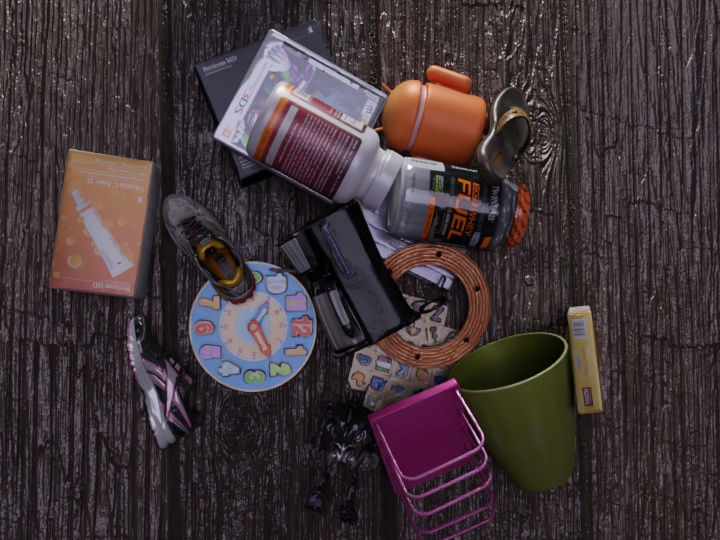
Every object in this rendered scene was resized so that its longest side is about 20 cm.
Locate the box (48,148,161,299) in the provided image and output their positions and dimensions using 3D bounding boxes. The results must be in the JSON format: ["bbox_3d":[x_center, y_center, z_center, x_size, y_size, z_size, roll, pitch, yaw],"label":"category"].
[{"bbox_3d":[-0.375,-0.065,1.145,0.123,0.097,0.202,7,86,-7],"label":"box"}]

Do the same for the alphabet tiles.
[{"bbox_3d":[0.072,0.142,1.237,0.165,0.006,0.202,15,85,-7],"label":"alphabet tiles"}]

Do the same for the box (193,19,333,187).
[{"bbox_3d":[-0.127,-0.252,1.183,0.198,0.104,0.184,-22,92,-8],"label":"box"}]

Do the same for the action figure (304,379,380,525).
[{"bbox_3d":[-0.026,0.274,1.174,0.118,0.102,0.201,14,59,2],"label":"action figure"}]

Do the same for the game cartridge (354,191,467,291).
[{"bbox_3d":[0.078,-0.066,1.236,0.199,0.038,0.131,26,80,-5],"label":"game cartridge"}]

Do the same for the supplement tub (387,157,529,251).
[{"bbox_3d":[0.146,-0.097,1.169,0.198,0.122,0.124,8,86,-7],"label":"supplement tub"}]

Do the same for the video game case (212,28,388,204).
[{"bbox_3d":[-0.086,-0.223,1.123,0.199,0.023,0.183,28,85,-7],"label":"video game case"}]

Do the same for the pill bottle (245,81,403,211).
[{"bbox_3d":[-0.047,-0.164,1.059,0.199,0.113,0.114,28,84,-6],"label":"pill bottle"}]

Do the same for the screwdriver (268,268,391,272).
[{"bbox_3d":[-0.045,0.003,1.214,0.198,0.029,0.028,2,89,-9],"label":"screwdriver"}]

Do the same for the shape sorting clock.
[{"bbox_3d":[-0.166,0.086,1.193,0.198,0.039,0.202,0,87,-7],"label":"shape sorting clock"}]

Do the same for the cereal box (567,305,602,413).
[{"bbox_3d":[0.343,0.130,1.177,0.039,0.200,0.145,-7,89,17],"label":"cereal box"}]

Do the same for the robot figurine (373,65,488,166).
[{"bbox_3d":[0.120,-0.231,1.208,0.198,0.117,0.145,13,130,-6],"label":"robot figurine"}]

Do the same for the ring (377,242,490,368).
[{"bbox_3d":[0.106,0.055,1.216,0.198,0.019,0.203,0,97,-2],"label":"ring"}]

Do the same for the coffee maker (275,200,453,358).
[{"bbox_3d":[0.000,0.000,1.149,0.191,0.135,0.201,-27,94,-19],"label":"coffee maker"}]

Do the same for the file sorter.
[{"bbox_3d":[0.113,0.287,1.121,0.138,0.126,0.201,-22,133,-6],"label":"file sorter"}]

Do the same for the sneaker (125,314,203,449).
[{"bbox_3d":[-0.295,0.160,1.164,0.086,0.080,0.202,-18,97,-20],"label":"sneaker"}]

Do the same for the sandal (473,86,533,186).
[{"bbox_3d":[0.221,-0.205,1.142,0.082,0.054,0.201,48,46,-17],"label":"sandal"}]

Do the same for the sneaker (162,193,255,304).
[{"bbox_3d":[-0.229,-0.043,1.160,0.078,0.082,0.200,-40,76,-11],"label":"sneaker"}]

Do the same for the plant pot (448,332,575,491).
[{"bbox_3d":[0.254,0.227,1.180,0.186,0.187,0.202,-22,102,-8],"label":"plant pot"}]
